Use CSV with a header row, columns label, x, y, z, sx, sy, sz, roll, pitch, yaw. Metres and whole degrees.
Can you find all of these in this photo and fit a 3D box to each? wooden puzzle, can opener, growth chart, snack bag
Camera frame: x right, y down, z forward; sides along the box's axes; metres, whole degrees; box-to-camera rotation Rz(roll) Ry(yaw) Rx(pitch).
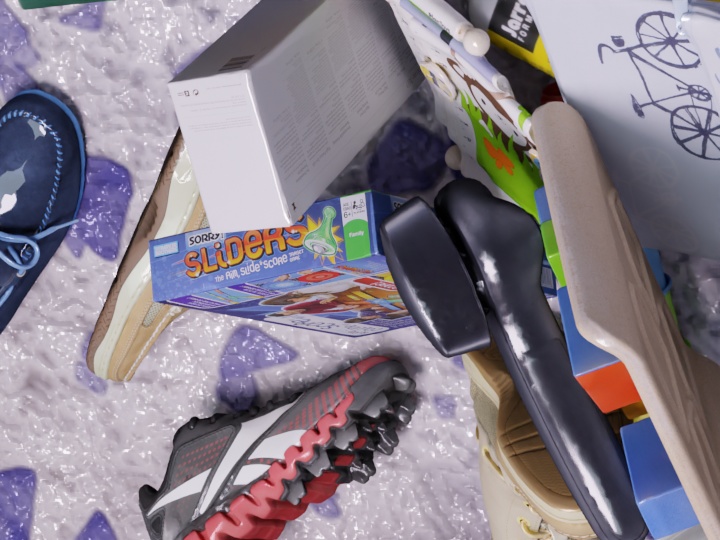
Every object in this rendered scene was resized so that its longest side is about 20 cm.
label,x,y,z,sx,sy,sz,roll,pitch,yaw
wooden puzzle,0.131,0.044,1.204,0.046,0.186,0.200,-25,126,13
can opener,0.084,0.046,1.233,0.078,0.063,0.200,-30,93,3
growth chart,0.060,-0.081,1.287,0.145,0.018,0.200,42,167,43
snack bag,0.176,-0.059,1.190,0.199,0.021,0.189,13,145,33

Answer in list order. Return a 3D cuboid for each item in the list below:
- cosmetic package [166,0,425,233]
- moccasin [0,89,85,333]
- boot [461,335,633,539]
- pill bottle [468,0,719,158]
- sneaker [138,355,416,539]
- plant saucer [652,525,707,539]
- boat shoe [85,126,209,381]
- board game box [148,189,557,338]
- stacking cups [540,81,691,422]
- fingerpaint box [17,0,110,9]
label,x,y,z,sx,sy,sz,roll,pitch,yaw
cosmetic package,-0.028,-0.098,1.292,0.050,0.200,0.083,-7,112,26
moccasin,-0.216,-0.012,1.499,0.080,0.068,0.201,28,123,9
boot,0.106,0.130,1.366,0.072,0.200,0.156,-13,116,-10
pill bottle,0.124,-0.144,1.253,0.199,0.114,0.115,29,123,8
sneaker,-0.056,0.107,1.483,0.200,0.071,0.098,-44,62,18
plant saucer,0.222,0.221,1.372,0.199,0.050,0.201,-2,80,12
boat shoe,-0.095,-0.006,1.454,0.076,0.072,0.200,23,125,-7
board game box,0.000,0.000,1.339,0.135,0.200,0.035,-12,78,28
stacking cups,0.140,-0.005,1.352,0.060,0.061,0.201,-3,112,25
fingerpaint box,-0.061,-0.200,1.255,0.166,0.200,0.074,-3,115,24
